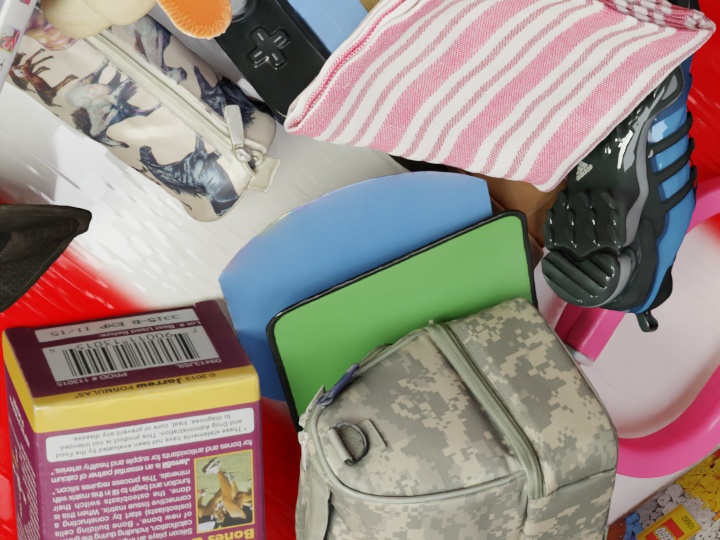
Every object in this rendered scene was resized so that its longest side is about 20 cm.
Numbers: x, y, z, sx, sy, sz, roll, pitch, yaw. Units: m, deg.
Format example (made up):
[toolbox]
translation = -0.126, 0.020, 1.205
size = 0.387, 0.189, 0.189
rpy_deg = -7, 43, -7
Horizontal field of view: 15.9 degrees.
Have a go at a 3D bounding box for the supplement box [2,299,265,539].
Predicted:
[supplement box]
translation = -0.127, 0.132, 1.472
size = 0.131, 0.103, 0.200
rpy_deg = -7, 116, -16

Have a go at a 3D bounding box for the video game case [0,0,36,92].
[video game case]
translation = -0.223, -0.170, 1.228
size = 0.023, 0.200, 0.183
rpy_deg = 18, 95, -57

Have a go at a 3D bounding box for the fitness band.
[fitness band]
translation = 0.197, 0.033, 1.569
size = 0.144, 0.037, 0.200
rpy_deg = 33, 93, -32

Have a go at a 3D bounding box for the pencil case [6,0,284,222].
[pencil case]
translation = -0.131, -0.107, 1.365
size = 0.200, 0.089, 0.078
rpy_deg = 37, 65, -29

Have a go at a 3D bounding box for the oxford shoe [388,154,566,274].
[oxford shoe]
translation = 0.054, -0.083, 1.464
size = 0.071, 0.071, 0.200
rpy_deg = -52, 129, -9

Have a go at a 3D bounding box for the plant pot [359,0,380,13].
[plant pot]
translation = 0.084, -0.193, 1.334
size = 0.200, 0.027, 0.200
rpy_deg = -12, 124, -18

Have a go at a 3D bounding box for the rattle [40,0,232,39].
[rattle]
translation = -0.130, -0.182, 1.204
size = 0.130, 0.200, 0.143
rpy_deg = -34, 112, 5

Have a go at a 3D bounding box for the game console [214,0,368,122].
[game console]
translation = -0.017, -0.205, 1.339
size = 0.200, 0.116, 0.176
rpy_deg = -39, 81, 1

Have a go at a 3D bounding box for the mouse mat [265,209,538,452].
[mouse mat]
translation = 0.031, 0.050, 1.500
size = 0.161, 0.008, 0.200
rpy_deg = -24, 144, -8

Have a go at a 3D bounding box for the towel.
[towel]
translation = 0.075, -0.101, 1.357
size = 0.200, 0.030, 0.146
rpy_deg = 11, 138, -38

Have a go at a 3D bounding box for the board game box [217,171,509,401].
[board game box]
translation = 0.000, 0.000, 1.474
size = 0.158, 0.039, 0.200
rpy_deg = -19, 143, -2

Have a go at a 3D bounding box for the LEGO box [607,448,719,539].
[LEGO box]
translation = 0.268, 0.214, 1.669
size = 0.149, 0.077, 0.200
rpy_deg = -35, 121, -1

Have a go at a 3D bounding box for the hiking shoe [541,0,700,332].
[hiking shoe]
translation = 0.159, -0.071, 1.489
size = 0.087, 0.074, 0.200
rpy_deg = 20, 84, -50

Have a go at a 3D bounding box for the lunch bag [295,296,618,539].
[lunch bag]
translation = 0.041, 0.129, 1.475
size = 0.167, 0.139, 0.200
rpy_deg = -21, 147, -22

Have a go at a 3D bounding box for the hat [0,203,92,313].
[hat]
translation = -0.248, -0.020, 1.362
size = 0.200, 0.201, 0.081
rpy_deg = -24, 75, -7
